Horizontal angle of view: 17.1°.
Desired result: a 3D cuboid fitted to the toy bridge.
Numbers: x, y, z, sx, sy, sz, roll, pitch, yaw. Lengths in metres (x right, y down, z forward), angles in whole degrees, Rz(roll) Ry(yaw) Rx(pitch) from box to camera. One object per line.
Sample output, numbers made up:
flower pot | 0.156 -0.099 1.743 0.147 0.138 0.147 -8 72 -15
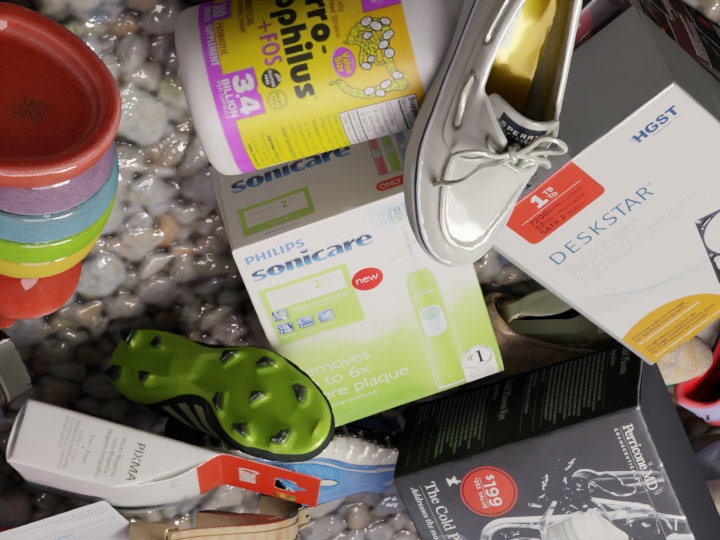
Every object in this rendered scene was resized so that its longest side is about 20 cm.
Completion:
toy bridge | -0.086 0.184 1.693 0.067 0.027 0.200 3 -177 28

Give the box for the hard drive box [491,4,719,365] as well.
hard drive box | 0.175 -0.048 1.486 0.156 0.077 0.200 -38 134 20

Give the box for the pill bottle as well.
pill bottle | -0.003 -0.129 1.416 0.199 0.105 0.104 -15 138 5

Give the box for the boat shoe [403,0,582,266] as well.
boat shoe | 0.084 -0.084 1.346 0.074 0.086 0.203 9 112 -24

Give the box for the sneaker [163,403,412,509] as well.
sneaker | -0.049 0.134 1.710 0.199 0.079 0.089 9 129 -27

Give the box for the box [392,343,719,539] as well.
box | 0.146 0.174 1.668 0.181 0.104 0.201 -19 113 17

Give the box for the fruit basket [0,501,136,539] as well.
fruit basket | -0.227 0.216 1.699 0.184 0.094 0.200 -17 145 11

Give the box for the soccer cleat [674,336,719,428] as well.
soccer cleat | 0.312 0.046 1.759 0.076 0.067 0.200 16 130 -27

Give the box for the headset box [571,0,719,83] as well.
headset box | 0.140 -0.116 1.517 0.200 0.075 0.149 25 122 -37

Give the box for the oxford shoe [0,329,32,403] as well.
oxford shoe | -0.275 0.023 1.447 0.084 0.073 0.200 -36 126 -16

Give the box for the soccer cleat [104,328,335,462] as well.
soccer cleat | -0.083 0.085 1.587 0.081 0.199 0.068 36 76 -49

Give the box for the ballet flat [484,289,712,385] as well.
ballet flat | 0.169 0.043 1.703 0.199 0.068 0.067 -1 129 -21

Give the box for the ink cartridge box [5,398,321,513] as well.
ink cartridge box | -0.130 0.142 1.601 0.199 0.057 0.163 20 168 2

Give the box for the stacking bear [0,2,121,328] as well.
stacking bear | -0.204 -0.044 1.447 0.113 0.122 0.200 22 146 5

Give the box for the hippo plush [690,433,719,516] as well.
hippo plush | 0.194 0.173 1.811 0.160 0.159 0.200 32 114 -1

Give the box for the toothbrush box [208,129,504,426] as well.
toothbrush box | 0.000 0.000 1.582 0.145 0.086 0.200 -18 136 0
